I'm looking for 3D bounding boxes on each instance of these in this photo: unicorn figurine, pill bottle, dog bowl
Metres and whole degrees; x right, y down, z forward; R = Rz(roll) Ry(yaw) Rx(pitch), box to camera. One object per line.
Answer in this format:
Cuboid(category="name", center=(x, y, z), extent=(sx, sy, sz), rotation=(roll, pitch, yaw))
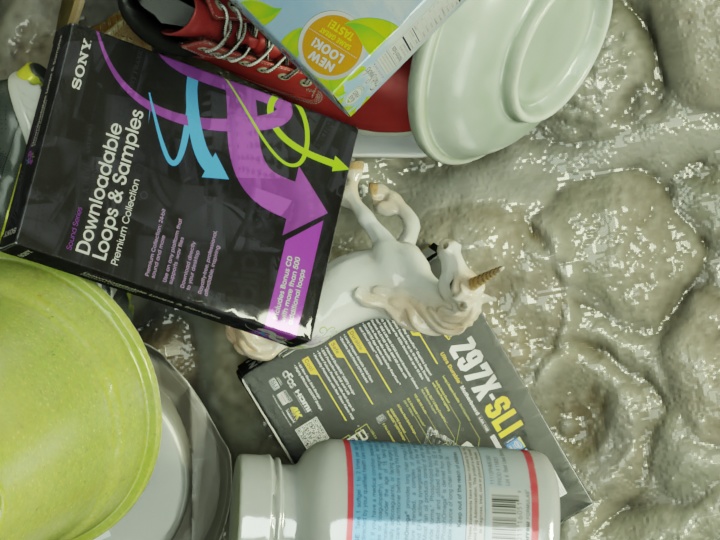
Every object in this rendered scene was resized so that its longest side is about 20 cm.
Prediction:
Cuboid(category="unicorn figurine", center=(0.000, 0.000, 1.631), extent=(0.199, 0.074, 0.138), rotation=(-30, 60, 17))
Cuboid(category="pill bottle", center=(0.019, 0.162, 1.612), extent=(0.199, 0.109, 0.109), rotation=(4, 95, -7))
Cuboid(category="dog bowl", center=(-0.183, 0.133, 1.660), extent=(0.199, 0.059, 0.201), rotation=(-1, 96, -6))

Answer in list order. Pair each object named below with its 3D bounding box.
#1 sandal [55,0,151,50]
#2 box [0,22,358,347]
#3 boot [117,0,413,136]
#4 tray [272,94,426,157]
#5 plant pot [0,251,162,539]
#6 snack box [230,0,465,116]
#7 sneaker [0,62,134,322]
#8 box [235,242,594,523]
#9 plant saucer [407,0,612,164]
Cuboid(category="sandal", center=(-0.165, -0.132, 1.632), extent=(0.069, 0.078, 0.213), rotation=(18, 101, -14))
Cuboid(category="box", center=(-0.107, -0.050, 1.557), extent=(0.199, 0.036, 0.144), rotation=(18, 74, -22))
Cuboid(category="boot", center=(-0.048, -0.134, 1.579), extent=(0.199, 0.144, 0.073), rotation=(22, 97, 9))
Cuboid(category="tray", center=(-0.005, -0.174, 1.668), extent=(0.107, 0.022, 0.201), rotation=(0, 96, -6))
Cuboid(category="plant pot", center=(-0.238, 0.104, 1.502), extent=(0.199, 0.184, 0.202), rotation=(4, 105, 13))
Cuboid(category="snack box", center=(0.002, -0.220, 1.499), extent=(0.200, 0.068, 0.169), rotation=(-46, 77, 1))
Cuboid(category="sneaker", center=(-0.200, -0.025, 1.593), extent=(0.084, 0.074, 0.201), rotation=(-15, 97, 10))
Cuboid(category="box", center=(0.035, 0.109, 1.688), extent=(0.159, 0.049, 0.201), rotation=(-32, 98, -5))
Cuboid(category="plant saucer", center=(0.107, -0.149, 1.598), extent=(0.050, 0.200, 0.201), rotation=(31, 92, 27))
